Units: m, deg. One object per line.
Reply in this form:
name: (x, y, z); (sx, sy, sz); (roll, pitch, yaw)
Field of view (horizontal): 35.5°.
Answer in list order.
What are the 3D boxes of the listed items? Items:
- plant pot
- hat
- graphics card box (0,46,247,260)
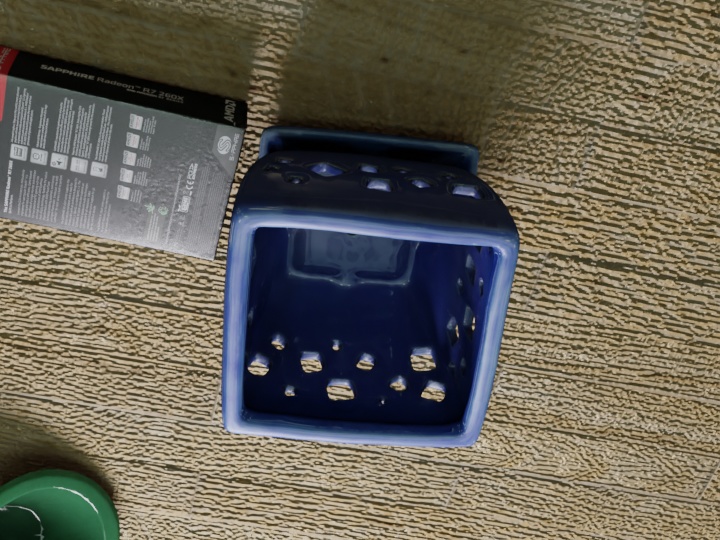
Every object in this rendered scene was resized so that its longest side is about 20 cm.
plant pot: (0.000, 0.000, 0.856); (0.199, 0.180, 0.201); (5, 123, -5)
hat: (-0.359, 0.261, 1.109); (0.200, 0.176, 0.166); (-42, 121, -21)
graphics card box: (-0.195, -0.088, 0.865); (0.199, 0.051, 0.126); (11, 122, -9)
